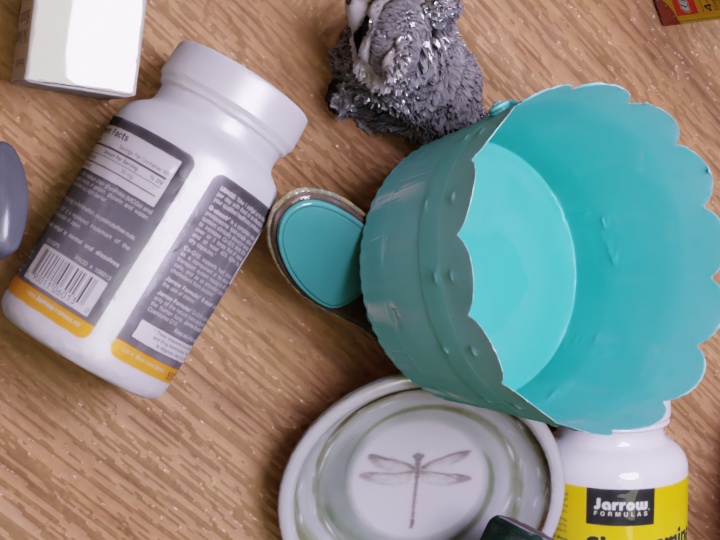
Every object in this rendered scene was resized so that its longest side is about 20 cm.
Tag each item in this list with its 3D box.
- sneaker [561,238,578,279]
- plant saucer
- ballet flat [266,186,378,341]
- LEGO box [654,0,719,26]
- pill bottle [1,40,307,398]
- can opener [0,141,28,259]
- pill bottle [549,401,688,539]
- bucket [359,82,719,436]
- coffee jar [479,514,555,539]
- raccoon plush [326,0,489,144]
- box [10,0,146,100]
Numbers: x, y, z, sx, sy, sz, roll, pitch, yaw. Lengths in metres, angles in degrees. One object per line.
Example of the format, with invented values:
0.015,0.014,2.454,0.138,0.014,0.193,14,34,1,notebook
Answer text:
0.118,-0.025,0.894,0.200,0.079,0.131,36,85,-30,sneaker
0.040,0.151,0.880,0.199,0.050,0.201,-3,113,-6,plant saucer
0.000,0.000,0.839,0.200,0.071,0.071,40,81,-38,ballet flat
0.245,-0.282,0.872,0.077,0.149,0.201,-29,105,-15,LEGO box
-0.123,-0.032,0.778,0.116,0.116,0.200,33,84,-21,pill bottle
-0.234,0.014,0.730,0.053,0.067,0.201,29,49,-44,can opener
0.181,0.182,0.921,0.112,0.112,0.201,-4,97,-20,pill bottle
0.107,-0.005,0.766,0.206,0.135,0.208,1,87,-30,bucket
0.085,0.267,0.816,0.085,0.104,0.201,30,82,-16,coffee jar
0.068,-0.126,0.830,0.199,0.134,0.097,18,88,-22,raccoon plush
-0.164,-0.207,0.762,0.068,0.082,0.201,6,93,-22,box
